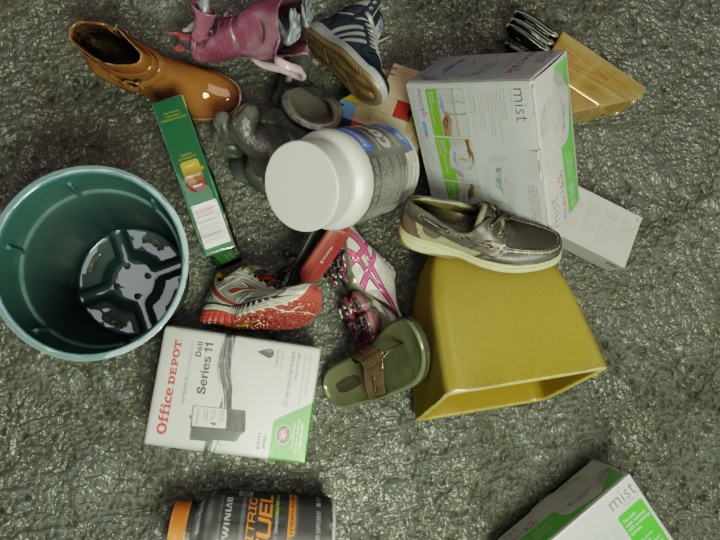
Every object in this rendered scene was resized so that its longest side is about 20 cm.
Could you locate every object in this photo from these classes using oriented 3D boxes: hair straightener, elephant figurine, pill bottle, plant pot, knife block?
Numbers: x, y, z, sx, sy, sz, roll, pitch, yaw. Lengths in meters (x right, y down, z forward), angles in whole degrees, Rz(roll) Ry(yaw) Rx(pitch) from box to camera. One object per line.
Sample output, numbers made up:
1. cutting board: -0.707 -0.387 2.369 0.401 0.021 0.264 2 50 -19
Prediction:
1. hair straightener: -0.083 0.005 0.794 0.041 0.077 0.201 15 115 -36
2. elephant figurine: -0.086 -0.198 0.809 0.199 0.141 0.156 -38 119 -26
3. pill bottle: -0.134 0.328 0.740 0.197 0.106 0.108 7 82 -8
4. plant pot: 0.160 0.066 0.780 0.192 0.196 0.202 -7 68 -9
5. pill bottle: -0.017 -0.111 0.708 0.113 0.200 0.115 8 108 26
6. plant pot: -0.289 0.003 0.710 0.197 0.196 0.203 1 82 -8
7. knife block: 0.306 -0.311 0.904 0.197 0.064 0.178 -14 86 -10

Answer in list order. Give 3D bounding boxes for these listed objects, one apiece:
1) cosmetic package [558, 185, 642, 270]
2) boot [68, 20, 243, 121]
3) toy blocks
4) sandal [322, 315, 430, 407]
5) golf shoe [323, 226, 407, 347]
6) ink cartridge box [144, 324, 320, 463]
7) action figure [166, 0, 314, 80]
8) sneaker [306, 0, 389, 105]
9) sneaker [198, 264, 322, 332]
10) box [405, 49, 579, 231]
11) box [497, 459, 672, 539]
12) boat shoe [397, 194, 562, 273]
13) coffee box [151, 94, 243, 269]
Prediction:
1. cosmetic package: 0.303 -0.080 0.882 0.198 0.051 0.083 26 83 -4
2. boot: -0.253 -0.256 0.765 0.198 0.155 0.078 20 89 -5
3. toy blocks: 0.027 -0.211 0.846 0.135 0.100 0.202 20 80 6
4. sandal: 0.013 0.127 0.748 0.057 0.201 0.080 -11 67 -48
5. golf shoe: 0.000 0.000 0.826 0.091 0.072 0.202 -19 88 -34
6. ink cartridge box: -0.159 0.156 0.768 0.197 0.083 0.149 8 82 -7
7. action figure: -0.159 -0.302 0.793 0.197 0.134 0.151 -6 88 15
8. sneaker: 0.010 -0.304 0.818 0.108 0.070 0.200 -31 51 -10
9. sneaker: -0.129 0.028 0.746 0.078 0.198 0.083 24 68 -49
10. box: 0.169 -0.159 0.759 0.097 0.175 0.202 -42 128 -34
11. box: 0.305 0.389 0.796 0.199 0.097 0.178 -33 91 -10
12. boat shoe: 0.142 -0.047 0.714 0.197 0.065 0.074 7 44 7
13. coffee box: -0.207 -0.108 0.775 0.044 0.123 0.202 -20 85 -9
